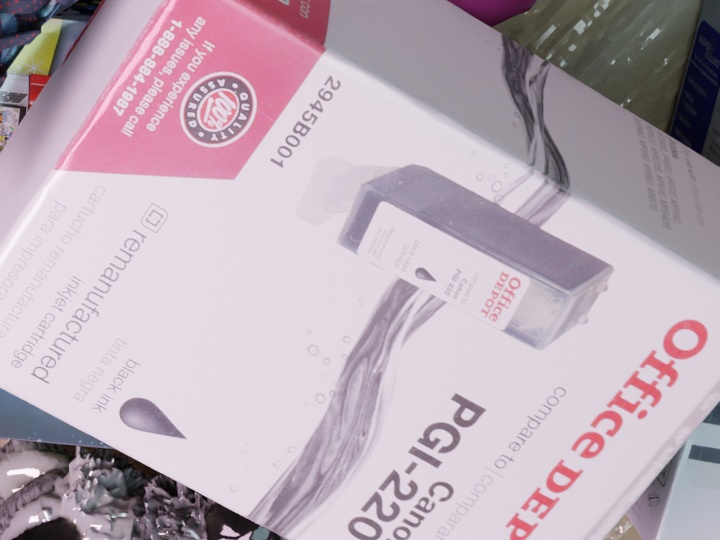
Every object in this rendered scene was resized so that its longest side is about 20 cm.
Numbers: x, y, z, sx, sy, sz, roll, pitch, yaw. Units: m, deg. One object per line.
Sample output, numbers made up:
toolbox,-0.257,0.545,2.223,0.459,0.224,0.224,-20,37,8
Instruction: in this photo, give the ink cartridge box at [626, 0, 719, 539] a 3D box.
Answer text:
ink cartridge box,0.123,-0.013,0.867,0.039,0.099,0.200,9,108,-11

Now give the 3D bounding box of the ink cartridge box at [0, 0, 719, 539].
ink cartridge box,0.000,0.000,0.767,0.200,0.085,0.146,29,116,-17

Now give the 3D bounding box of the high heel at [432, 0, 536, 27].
high heel,0.097,-0.102,0.796,0.200,0.067,0.096,-39,99,3

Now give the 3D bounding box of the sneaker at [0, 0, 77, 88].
sneaker,-0.115,-0.057,0.721,0.200,0.096,0.079,-33,142,25

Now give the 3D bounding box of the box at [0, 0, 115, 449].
box,-0.062,-0.012,0.832,0.200,0.038,0.137,6,107,-10

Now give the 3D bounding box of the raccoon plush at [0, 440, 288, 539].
raccoon plush,-0.032,0.099,0.909,0.200,0.134,0.097,-1,105,-45

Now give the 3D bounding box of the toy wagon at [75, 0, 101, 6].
toy wagon,-0.069,-0.027,0.867,0.155,0.040,0.200,28,102,-15
